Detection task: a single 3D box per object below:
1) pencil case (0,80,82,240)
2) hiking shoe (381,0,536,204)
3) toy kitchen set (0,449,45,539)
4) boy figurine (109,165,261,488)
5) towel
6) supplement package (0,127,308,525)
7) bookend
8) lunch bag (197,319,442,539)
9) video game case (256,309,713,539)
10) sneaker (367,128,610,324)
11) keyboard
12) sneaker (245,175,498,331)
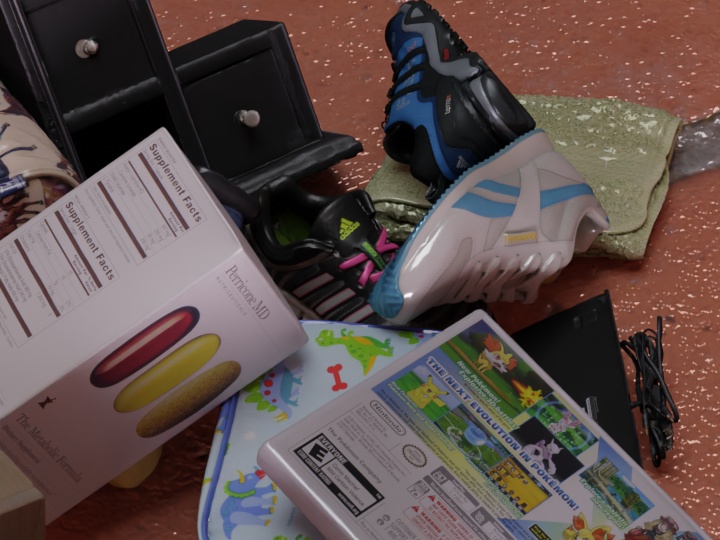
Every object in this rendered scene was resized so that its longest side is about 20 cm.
[{"bbox_3d":[-0.243,-0.074,1.619,0.089,0.078,0.200,-5,35,-32],"label":"pencil case"},{"bbox_3d":[0.040,-0.116,1.697,0.087,0.074,0.200,-41,25,3],"label":"hiking shoe"},{"bbox_3d":[-0.292,0.181,1.374,0.199,0.182,0.163,-20,41,-32],"label":"toy kitchen set"},{"bbox_3d":[-0.129,0.039,1.593,0.124,0.064,0.201,-11,50,51],"label":"boy figurine"},{"bbox_3d":[0.107,-0.068,1.718,0.198,0.037,0.149,5,43,14],"label":"towel"},{"bbox_3d":[-0.151,0.035,1.486,0.199,0.114,0.110,-35,54,0],"label":"supplement package"},{"bbox_3d":[-0.130,-0.132,1.690,0.199,0.200,0.092,-24,16,-19],"label":"bookend"},{"bbox_3d":[-0.010,0.119,1.492,0.159,0.083,0.201,3,44,7],"label":"lunch bag"},{"bbox_3d":[0.071,0.129,1.415,0.182,0.022,0.200,-30,66,-38],"label":"video game case"},{"bbox_3d":[0.081,-0.016,1.574,0.081,0.077,0.200,46,45,8],"label":"sneaker"},{"bbox_3d":[0.146,0.098,1.542,0.104,0.040,0.201,-24,41,17],"label":"keyboard"},{"bbox_3d":[0.000,0.000,1.620,0.199,0.088,0.074,27,52,32],"label":"sneaker"}]
